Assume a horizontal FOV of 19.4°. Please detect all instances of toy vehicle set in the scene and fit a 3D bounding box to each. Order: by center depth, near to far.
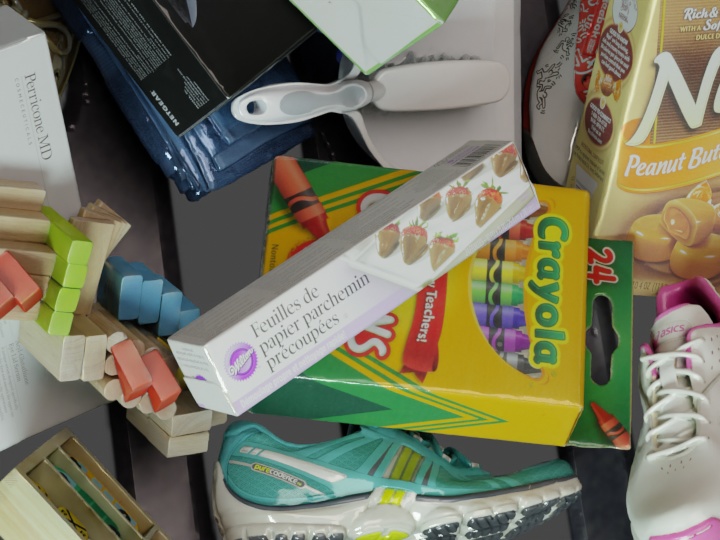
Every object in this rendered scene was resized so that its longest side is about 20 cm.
[{"bbox_3d":[-0.092,0.164,0.991,0.026,0.124,0.200,-42,92,5],"label":"toy vehicle set"}]

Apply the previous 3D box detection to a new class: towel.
[{"bbox_3d":[-0.102,-0.140,1.095,0.201,0.048,0.111,57,40,-1],"label":"towel"}]

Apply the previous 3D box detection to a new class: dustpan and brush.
[{"bbox_3d":[0.014,-0.095,1.106,0.198,0.057,0.141,-7,103,-26],"label":"dustpan and brush"}]

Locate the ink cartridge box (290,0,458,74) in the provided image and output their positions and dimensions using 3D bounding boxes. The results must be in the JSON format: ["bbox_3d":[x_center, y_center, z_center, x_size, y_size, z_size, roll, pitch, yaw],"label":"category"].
[{"bbox_3d":[0.022,-0.210,1.069,0.117,0.067,0.201,43,50,-14],"label":"ink cartridge box"}]

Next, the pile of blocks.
[{"bbox_3d":[-0.115,0.023,0.980,0.200,0.062,0.082,37,88,-42],"label":"pile of blocks"}]

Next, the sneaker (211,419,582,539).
[{"bbox_3d":[0.021,0.106,1.078,0.198,0.078,0.080,1,65,-20],"label":"sneaker"}]

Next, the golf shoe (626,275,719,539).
[{"bbox_3d":[0.166,0.074,1.083,0.092,0.075,0.200,63,23,-17],"label":"golf shoe"}]

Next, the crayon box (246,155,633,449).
[{"bbox_3d":[0.046,0.016,1.073,0.198,0.051,0.128,6,61,-3],"label":"crayon box"}]

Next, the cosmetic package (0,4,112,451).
[{"bbox_3d":[-0.202,-0.003,0.976,0.150,0.052,0.202,-22,123,-23],"label":"cosmetic package"}]

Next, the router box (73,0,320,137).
[{"bbox_3d":[-0.093,-0.191,1.051,0.201,0.052,0.157,53,49,-7],"label":"router box"}]

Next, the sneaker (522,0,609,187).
[{"bbox_3d":[0.153,-0.142,1.177,0.067,0.108,0.203,25,68,-12],"label":"sneaker"}]

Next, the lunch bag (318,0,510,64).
[{"bbox_3d":[0.019,-0.211,1.168,0.149,0.094,0.202,15,81,-17],"label":"lunch bag"}]

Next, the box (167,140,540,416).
[{"bbox_3d":[0.000,0.000,1.009,0.199,0.041,0.039,-34,110,-27],"label":"box"}]

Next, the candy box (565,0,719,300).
[{"bbox_3d":[0.183,-0.085,1.142,0.114,0.055,0.202,4,113,-20],"label":"candy box"}]

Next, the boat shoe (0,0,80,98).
[{"bbox_3d":[-0.194,-0.092,1.057,0.073,0.063,0.201,34,62,-6],"label":"boat shoe"}]
